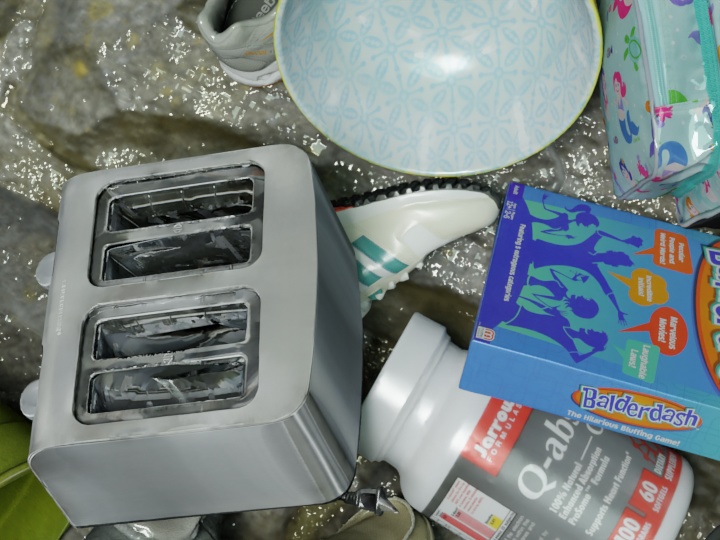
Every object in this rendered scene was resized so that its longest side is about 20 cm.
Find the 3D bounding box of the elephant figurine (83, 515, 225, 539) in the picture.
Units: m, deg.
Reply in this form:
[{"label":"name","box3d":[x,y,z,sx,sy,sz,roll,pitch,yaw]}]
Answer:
[{"label":"elephant figurine","box3d":[-0.113,0.144,0.877,0.140,0.154,0.203,-4,77,47]}]

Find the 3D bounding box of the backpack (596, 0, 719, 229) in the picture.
[{"label":"backpack","box3d":[0.216,-0.130,0.808,0.148,0.178,0.204,1,87,0]}]

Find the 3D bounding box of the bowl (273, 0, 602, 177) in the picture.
[{"label":"bowl","box3d":[0.049,-0.167,0.844,0.197,0.202,0.109,2,48,5]}]

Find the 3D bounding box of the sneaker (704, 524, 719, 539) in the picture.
[{"label":"sneaker","box3d":[0.248,0.160,0.756,0.075,0.080,0.201,23,120,-15]}]

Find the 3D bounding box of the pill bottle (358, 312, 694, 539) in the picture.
[{"label":"pill bottle","box3d":[0.095,0.119,0.851,0.198,0.116,0.117,31,93,3]}]

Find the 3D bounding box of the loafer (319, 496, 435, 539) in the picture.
[{"label":"loafer","box3d":[-0.016,0.188,0.824,0.075,0.200,0.069,-13,106,32]}]

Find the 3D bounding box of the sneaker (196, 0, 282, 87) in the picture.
[{"label":"sneaker","box3d":[-0.036,-0.213,0.865,0.075,0.092,0.202,28,92,13]}]

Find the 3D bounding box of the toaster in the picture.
[{"label":"toaster","box3d":[-0.085,0.041,0.775,0.197,0.119,0.183,-7,58,11]}]

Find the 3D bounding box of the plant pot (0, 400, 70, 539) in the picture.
[{"label":"plant pot","box3d":[-0.308,0.125,0.859,0.193,0.200,0.201,43,94,14]}]

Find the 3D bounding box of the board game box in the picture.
[{"label":"board game box","box3d":[0.170,0.031,0.831,0.197,0.153,0.045,15,133,3]}]

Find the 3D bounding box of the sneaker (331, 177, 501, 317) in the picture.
[{"label":"sneaker","box3d":[-0.001,0.000,0.885,0.197,0.070,0.095,-12,97,7]}]
